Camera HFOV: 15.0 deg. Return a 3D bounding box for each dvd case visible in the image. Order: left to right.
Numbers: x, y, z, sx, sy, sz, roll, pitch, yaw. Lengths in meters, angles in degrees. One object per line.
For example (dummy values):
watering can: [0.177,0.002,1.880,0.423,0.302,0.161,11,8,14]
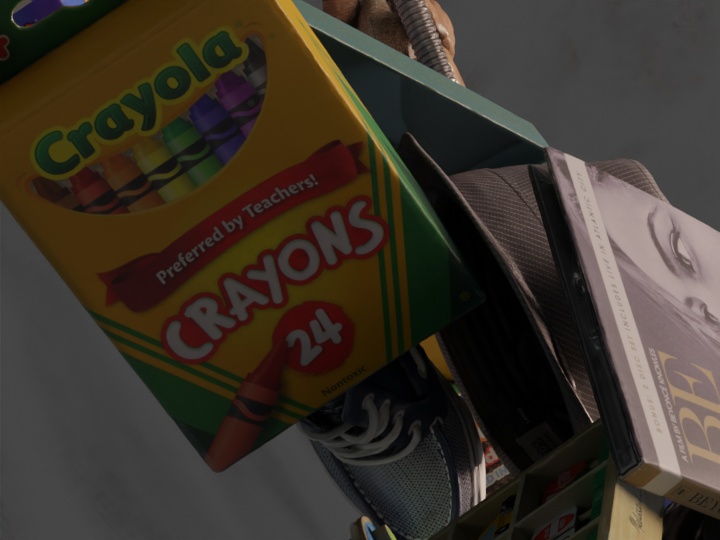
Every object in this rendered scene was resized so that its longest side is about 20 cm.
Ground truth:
dvd case: [0.152,0.043,1.044,0.200,0.016,0.149,23,40,-37]

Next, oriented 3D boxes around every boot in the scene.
boot: [-0.006,0.056,1.154,0.090,0.073,0.200,-77,144,-59]

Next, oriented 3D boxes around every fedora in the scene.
fedora: [0.090,0.013,1.139,0.177,0.090,0.200,56,-13,33]

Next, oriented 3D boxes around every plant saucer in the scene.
plant saucer: [-0.013,-0.077,1.127,0.200,0.070,0.019,24,54,-37]

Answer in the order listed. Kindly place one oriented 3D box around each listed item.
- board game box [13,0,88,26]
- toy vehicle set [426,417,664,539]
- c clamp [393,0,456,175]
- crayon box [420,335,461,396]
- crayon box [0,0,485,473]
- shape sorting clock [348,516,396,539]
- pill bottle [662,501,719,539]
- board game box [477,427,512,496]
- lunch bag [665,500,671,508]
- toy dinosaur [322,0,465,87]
board game box: [-0.102,-0.058,1.183,0.135,0.045,0.200,58,6,5]
toy vehicle set: [0.049,0.117,0.964,0.027,0.124,0.200,52,14,-6]
c clamp: [-0.001,-0.116,1.226,0.027,0.171,0.200,4,68,-68]
crayon box: [0.000,0.000,1.356,0.126,0.052,0.200,9,24,-16]
crayon box: [-0.059,-0.036,1.020,0.200,0.127,0.051,53,7,-26]
shape sorting clock: [0.050,0.190,1.152,0.200,0.039,0.200,57,6,-9]
pill bottle: [0.156,0.157,1.150,0.112,0.112,0.200,60,-31,25]
board game box: [0.105,0.157,1.509,0.159,0.097,0.200,51,9,-51]
lunch bag: [0.160,0.183,1.702,0.200,0.132,0.136,-115,-174,-61]
toy dinosaur: [0.024,-0.086,1.310,0.136,0.086,0.200,24,58,-61]
